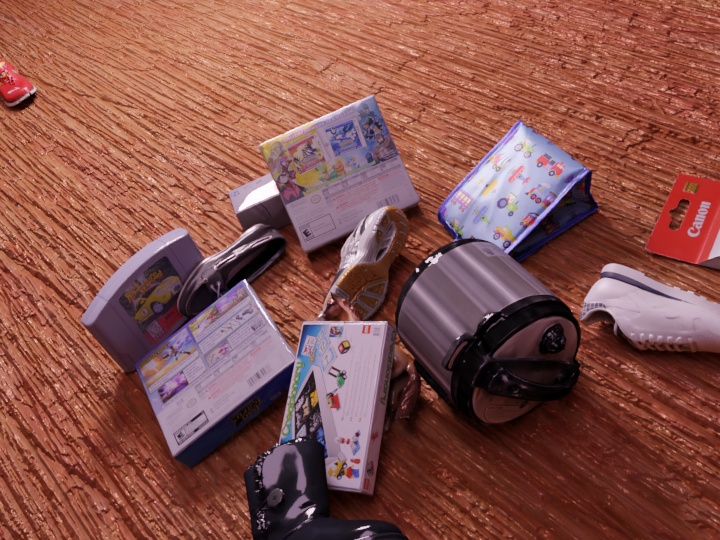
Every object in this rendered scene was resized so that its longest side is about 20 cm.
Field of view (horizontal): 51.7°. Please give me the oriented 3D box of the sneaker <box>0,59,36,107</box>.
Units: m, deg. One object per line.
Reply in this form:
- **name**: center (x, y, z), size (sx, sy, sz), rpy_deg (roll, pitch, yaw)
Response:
- **sneaker**: center (-0.840, -0.453, 1.762), size (0.077, 0.085, 0.199), rpy_deg (-42, 49, -18)

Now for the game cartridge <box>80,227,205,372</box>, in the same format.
- **game cartridge**: center (-0.307, 0.038, 1.096), size (0.041, 0.134, 0.200), rpy_deg (19, 58, 41)

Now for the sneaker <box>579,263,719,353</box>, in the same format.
- **sneaker**: center (0.363, 0.065, 0.885), size (0.199, 0.076, 0.081), rpy_deg (24, 72, 40)

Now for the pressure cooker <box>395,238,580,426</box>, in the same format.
- **pressure cooker**: center (0.153, 0.079, 0.863), size (0.175, 0.180, 0.200), rpy_deg (-31, 46, -13)

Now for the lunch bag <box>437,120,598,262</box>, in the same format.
- **lunch bag**: center (0.212, -0.094, 1.070), size (0.199, 0.094, 0.151), rpy_deg (-39, 50, -3)

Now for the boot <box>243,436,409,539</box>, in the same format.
- **boot**: center (-0.046, 0.247, 0.779), size (0.199, 0.076, 0.169), rpy_deg (-31, 44, 24)

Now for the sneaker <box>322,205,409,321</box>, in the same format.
- **sneaker**: center (0.000, 0.000, 1.076), size (0.087, 0.076, 0.201), rpy_deg (-3, 51, 59)

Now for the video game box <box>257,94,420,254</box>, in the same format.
- **video game box**: center (-0.033, -0.148, 1.157), size (0.198, 0.047, 0.184), rpy_deg (-23, 88, -2)

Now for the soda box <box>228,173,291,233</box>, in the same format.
- **soda box**: center (-0.111, -0.128, 1.221), size (0.198, 0.069, 0.064), rpy_deg (-24, 46, -3)

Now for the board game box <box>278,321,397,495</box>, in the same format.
- **board game box**: center (-0.030, 0.162, 0.903), size (0.125, 0.035, 0.202), rpy_deg (-2, 67, 30)

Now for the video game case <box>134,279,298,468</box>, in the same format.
- **video game case**: center (-0.194, 0.135, 1.013), size (0.199, 0.046, 0.181), rpy_deg (-38, 48, -3)

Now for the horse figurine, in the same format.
- **horse figurine**: center (0.006, 0.125, 0.950), size (0.199, 0.050, 0.133), rpy_deg (25, 74, 34)

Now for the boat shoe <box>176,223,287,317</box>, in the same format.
- **boat shoe**: center (-0.194, 0.001, 1.136), size (0.057, 0.067, 0.200), rpy_deg (22, 56, 39)

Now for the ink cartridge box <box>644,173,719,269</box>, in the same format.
- **ink cartridge box**: center (0.496, -0.071, 0.965), size (0.199, 0.050, 0.163), rpy_deg (19, 58, 28)
